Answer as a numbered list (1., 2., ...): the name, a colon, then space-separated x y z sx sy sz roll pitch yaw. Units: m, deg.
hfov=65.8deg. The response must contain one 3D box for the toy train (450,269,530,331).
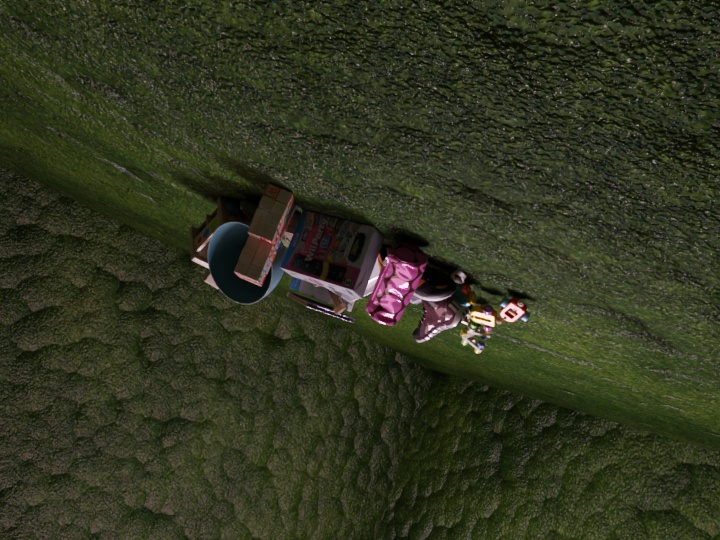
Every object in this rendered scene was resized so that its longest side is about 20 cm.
1. toy train: 0.292 0.063 1.298 0.198 0.056 0.151 32 143 5

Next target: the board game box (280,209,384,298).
1. board game box: -0.064 -0.039 1.247 0.198 0.150 0.064 15 169 29

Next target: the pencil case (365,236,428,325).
1. pencil case: 0.072 0.031 1.222 0.092 0.202 0.091 -4 -138 -28

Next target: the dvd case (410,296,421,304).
1. dvd case: 0.103 0.055 1.711 0.197 0.016 0.149 23 169 -6

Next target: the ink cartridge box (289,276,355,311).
1. ink cartridge box: -0.089 0.058 1.570 0.198 0.069 0.115 19 178 37

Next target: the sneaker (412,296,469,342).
1. sneaker: 0.167 0.096 1.347 0.116 0.076 0.200 48 141 -3

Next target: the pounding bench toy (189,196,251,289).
1. pounding bench toy: -0.355 -0.068 1.480 0.124 0.156 0.202 31 -152 -41

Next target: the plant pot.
1. plant pot: -0.263 -0.032 1.390 0.197 0.203 0.134 17 -159 22

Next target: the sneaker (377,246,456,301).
1. sneaker: 0.122 0.004 1.266 0.198 0.070 0.091 21 152 29

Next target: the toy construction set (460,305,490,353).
1. toy construction set: 0.248 0.121 1.457 0.198 0.132 0.092 32 131 -6

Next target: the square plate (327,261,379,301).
1. square plate: 0.000 0.000 1.389 0.198 0.029 0.198 -27 146 23

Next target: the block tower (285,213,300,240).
1. block tower: -0.142 -0.087 1.420 0.057 0.055 0.200 19 169 18

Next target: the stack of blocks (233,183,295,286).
1. stack of blocks: -0.210 -0.075 1.224 0.058 0.203 0.115 22 170 0

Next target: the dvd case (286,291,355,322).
1. dvd case: -0.115 0.101 1.569 0.147 0.016 0.199 21 177 -23

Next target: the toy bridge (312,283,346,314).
1. toy bridge: -0.105 0.028 1.467 0.201 0.027 0.067 51 -165 12

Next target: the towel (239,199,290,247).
1. towel: -0.228 -0.114 1.461 0.147 0.037 0.200 29 170 21
